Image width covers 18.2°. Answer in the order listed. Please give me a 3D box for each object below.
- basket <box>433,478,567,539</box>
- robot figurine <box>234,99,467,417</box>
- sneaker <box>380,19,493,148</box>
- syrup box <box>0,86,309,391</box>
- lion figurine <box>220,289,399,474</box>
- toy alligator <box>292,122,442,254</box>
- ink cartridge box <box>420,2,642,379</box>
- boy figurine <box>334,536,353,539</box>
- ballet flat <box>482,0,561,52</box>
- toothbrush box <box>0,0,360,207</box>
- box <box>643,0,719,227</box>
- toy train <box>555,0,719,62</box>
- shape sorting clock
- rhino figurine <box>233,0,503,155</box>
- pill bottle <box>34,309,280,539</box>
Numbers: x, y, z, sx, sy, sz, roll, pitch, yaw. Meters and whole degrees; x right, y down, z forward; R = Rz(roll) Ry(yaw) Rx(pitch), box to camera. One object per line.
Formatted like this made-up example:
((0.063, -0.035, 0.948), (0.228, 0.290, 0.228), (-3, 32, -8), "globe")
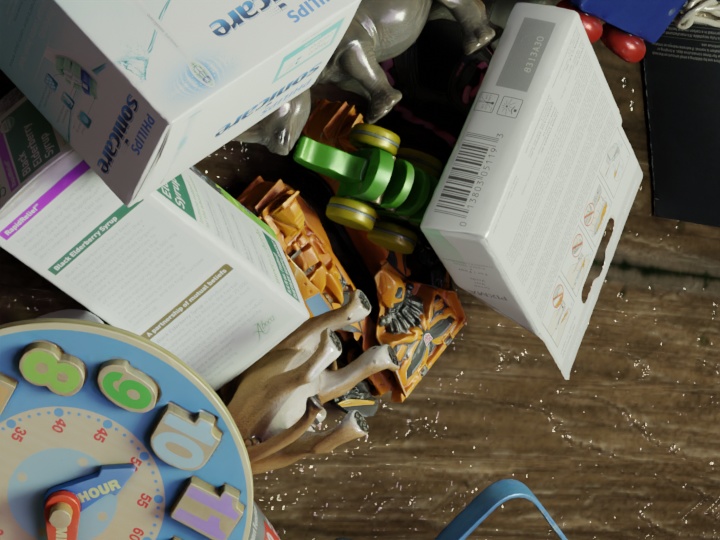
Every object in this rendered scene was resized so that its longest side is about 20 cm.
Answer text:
((0.066, 0.241, 1.460), (0.200, 0.139, 0.176), (-38, 129, 4), "basket")
((0.000, 0.000, 1.416), (0.145, 0.058, 0.200), (-51, 129, -25), "robot figurine")
((0.090, -0.099, 1.463), (0.079, 0.095, 0.200), (-55, 130, -19), "sneaker")
((-0.125, -0.022, 1.253), (0.081, 0.079, 0.200), (-38, 133, 12), "syrup box")
((-0.047, 0.076, 1.298), (0.073, 0.122, 0.200), (60, 16, -1), "lion figurine")
((0.040, -0.038, 1.369), (0.200, 0.054, 0.060), (28, 78, -44), "toy alligator")
((0.112, -0.046, 1.403), (0.161, 0.050, 0.200), (-67, 154, -19), "ink cartridge box")
((-0.051, 0.257, 1.386), (0.200, 0.124, 0.064), (-50, 163, 9), "boy figurine")
((0.141, -0.114, 1.532), (0.067, 0.064, 0.200), (-51, 130, -29), "ballet flat")
((-0.123, -0.156, 1.164), (0.146, 0.085, 0.200), (-36, 79, -34), "toothbrush box")
((0.310, -0.146, 1.668), (0.200, 0.104, 0.183), (-25, 116, -39), "box")
((0.166, -0.201, 1.483), (0.085, 0.116, 0.200), (-53, 153, 15), "toy train")
((-0.155, 0.119, 1.169), (0.199, 0.039, 0.201), (-2, 115, -3), "shape sorting clock")
((-0.008, -0.130, 1.316), (0.200, 0.060, 0.088), (-35, 89, -25), "rhino figurine")
((-0.134, 0.125, 1.265), (0.116, 0.116, 0.200), (-51, 128, -25), "pill bottle")
